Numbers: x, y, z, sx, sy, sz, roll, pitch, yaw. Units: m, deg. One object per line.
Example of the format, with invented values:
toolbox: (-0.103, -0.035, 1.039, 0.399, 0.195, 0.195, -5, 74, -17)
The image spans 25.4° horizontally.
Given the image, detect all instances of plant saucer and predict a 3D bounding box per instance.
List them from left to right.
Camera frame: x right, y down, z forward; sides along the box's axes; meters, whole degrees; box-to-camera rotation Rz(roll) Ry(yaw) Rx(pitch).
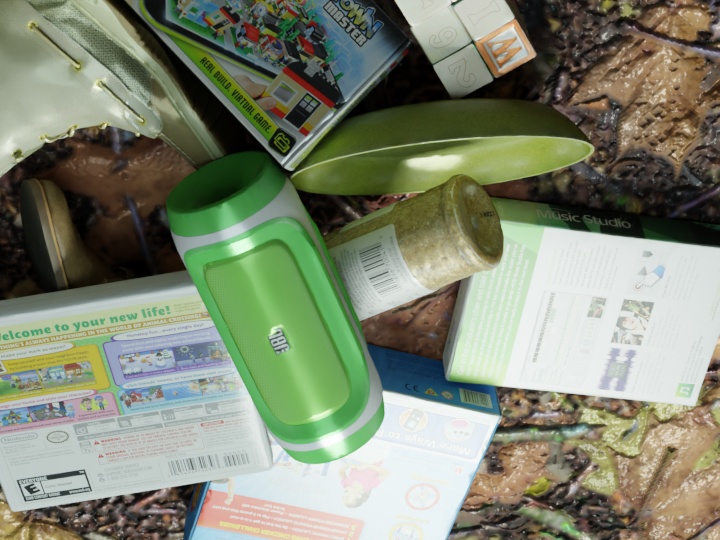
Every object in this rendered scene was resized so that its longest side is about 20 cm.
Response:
plant saucer: (0.050, -0.080, 1.032, 0.198, 0.200, 0.031, -6, 85, 0)

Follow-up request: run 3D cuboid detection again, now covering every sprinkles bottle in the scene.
sprinkles bottle: (0.000, 0.000, 1.097, 0.199, 0.069, 0.068, -22, 123, 29)

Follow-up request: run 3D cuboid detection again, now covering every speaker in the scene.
speaker: (-0.052, 0.026, 1.037, 0.088, 0.089, 0.201, -20, 116, 9)

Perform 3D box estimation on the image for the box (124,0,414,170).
box: (-0.074, -0.170, 0.963, 0.110, 0.035, 0.200, -44, 88, 4)

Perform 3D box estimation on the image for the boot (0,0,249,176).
boot: (-0.182, -0.102, 1.047, 0.154, 0.072, 0.200, -35, 113, 17)

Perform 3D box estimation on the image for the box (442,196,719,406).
box: (0.170, 0.025, 1.176, 0.198, 0.036, 0.145, 6, 122, -9)

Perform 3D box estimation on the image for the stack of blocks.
stack of blocks: (0.029, -0.217, 0.961, 0.058, 0.115, 0.201, -27, 120, 13)

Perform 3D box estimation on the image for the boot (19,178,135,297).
boot: (-0.186, 0.011, 1.132, 0.075, 0.074, 0.201, -23, 127, -12)

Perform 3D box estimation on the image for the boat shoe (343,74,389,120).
boat shoe: (-0.064, -0.160, 1.019, 0.200, 0.066, 0.072, 31, 118, -21)

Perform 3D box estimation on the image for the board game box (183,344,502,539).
board game box: (-0.018, 0.150, 1.229, 0.198, 0.056, 0.197, 14, 121, -12)

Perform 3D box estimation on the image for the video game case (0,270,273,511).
video game case: (-0.174, 0.086, 1.122, 0.198, 0.022, 0.183, -9, 128, 2)
